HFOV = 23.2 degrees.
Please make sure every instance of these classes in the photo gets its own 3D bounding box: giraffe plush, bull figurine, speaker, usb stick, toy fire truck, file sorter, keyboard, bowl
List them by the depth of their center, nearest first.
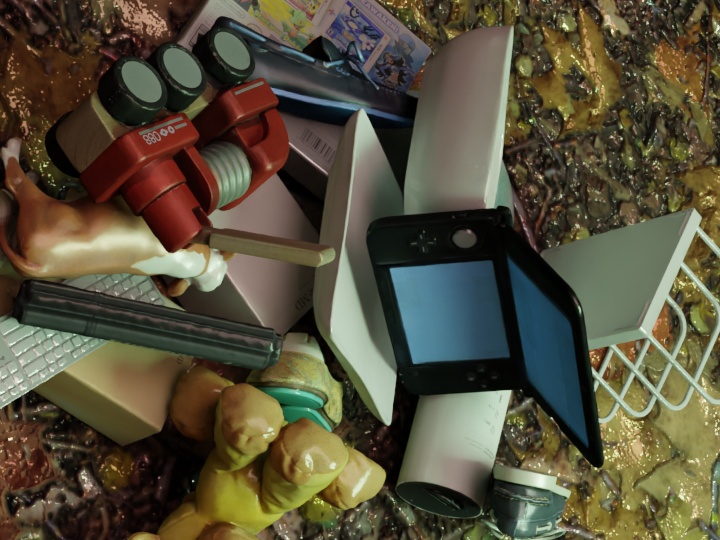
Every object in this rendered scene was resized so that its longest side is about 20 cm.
[{"bbox_3d":[-0.101,-0.070,1.281,0.201,0.128,0.176,56,35,3],"label":"toy fire truck"},{"bbox_3d":[-0.156,0.041,1.282,0.198,0.055,0.033,12,73,-14],"label":"usb stick"},{"bbox_3d":[-0.231,0.047,1.294,0.199,0.011,0.057,-33,97,-37],"label":"keyboard"},{"bbox_3d":[-0.185,-0.038,1.314,0.199,0.065,0.122,0,52,-43],"label":"bull figurine"},{"bbox_3d":[-0.100,0.184,1.356,0.172,0.200,0.163,31,79,-15],"label":"giraffe plush"},{"bbox_3d":[0.082,-0.090,1.499,0.074,0.200,0.202,6,63,6],"label":"bowl"},{"bbox_3d":[0.092,0.114,1.550,0.081,0.081,0.202,28,63,-26],"label":"speaker"},{"bbox_3d":[0.244,0.054,1.603,0.125,0.199,0.139,44,57,-22],"label":"file sorter"}]

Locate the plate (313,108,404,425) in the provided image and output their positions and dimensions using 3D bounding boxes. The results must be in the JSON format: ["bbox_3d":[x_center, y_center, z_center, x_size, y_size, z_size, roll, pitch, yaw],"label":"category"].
[{"bbox_3d":[0.000,0.000,1.441,0.200,0.032,0.202,62,32,-60],"label":"plate"}]

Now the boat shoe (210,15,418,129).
[{"bbox_3d":[-0.035,-0.167,1.471,0.198,0.084,0.069,13,80,-29],"label":"boat shoe"}]

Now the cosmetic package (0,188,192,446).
[{"bbox_3d":[-0.228,0.039,1.351,0.199,0.071,0.106,34,60,-23],"label":"cosmetic package"}]

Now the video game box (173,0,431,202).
[{"bbox_3d":[-0.055,-0.188,1.543,0.200,0.047,0.183,39,60,-15],"label":"video game box"}]

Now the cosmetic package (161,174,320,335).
[{"bbox_3d":[-0.118,-0.039,1.442,0.201,0.085,0.108,53,51,-10],"label":"cosmetic package"}]

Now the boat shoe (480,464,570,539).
[{"bbox_3d":[0.144,0.207,1.517,0.074,0.200,0.063,13,82,6],"label":"boat shoe"}]

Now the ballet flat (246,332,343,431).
[{"bbox_3d":[-0.049,0.085,1.405,0.070,0.200,0.072,-2,74,7],"label":"ballet flat"}]

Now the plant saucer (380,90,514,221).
[{"bbox_3d":[0.075,-0.074,1.615,0.199,0.039,0.203,10,73,-32],"label":"plant saucer"}]

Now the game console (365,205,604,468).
[{"bbox_3d":[0.100,0.060,1.401,0.117,0.174,0.201,-83,164,-46],"label":"game console"}]
